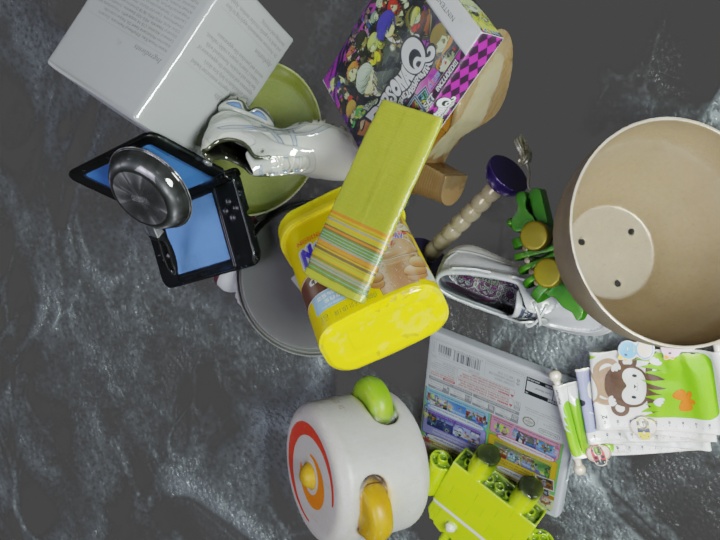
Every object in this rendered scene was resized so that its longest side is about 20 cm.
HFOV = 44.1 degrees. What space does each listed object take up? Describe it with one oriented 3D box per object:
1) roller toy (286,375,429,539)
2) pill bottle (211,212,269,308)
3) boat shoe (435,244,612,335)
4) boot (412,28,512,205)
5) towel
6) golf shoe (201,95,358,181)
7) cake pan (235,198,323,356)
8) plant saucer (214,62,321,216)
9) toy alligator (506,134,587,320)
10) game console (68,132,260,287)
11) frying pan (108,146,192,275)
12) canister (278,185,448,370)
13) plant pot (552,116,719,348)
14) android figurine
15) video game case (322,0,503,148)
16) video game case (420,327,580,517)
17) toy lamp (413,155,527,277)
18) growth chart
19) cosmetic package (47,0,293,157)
[{"bbox_3d":[-0.012,0.252,1.130,0.182,0.140,0.200,-49,53,56],"label":"roller toy"},{"bbox_3d":[-0.169,-0.044,1.196,0.200,0.114,0.114,52,131,11],"label":"pill bottle"},{"bbox_3d":[0.175,0.029,0.948,0.200,0.069,0.072,24,126,11],"label":"boat shoe"},{"bbox_3d":[0.076,-0.182,0.974,0.144,0.071,0.201,36,115,41],"label":"boot"},{"bbox_3d":[0.014,-0.070,0.896,0.086,0.018,0.200,27,95,39],"label":"towel"},{"bbox_3d":[-0.088,-0.129,1.026,0.200,0.097,0.078,15,136,11],"label":"golf shoe"},{"bbox_3d":[-0.061,0.010,1.106,0.200,0.037,0.201,0,91,6],"label":"cake pan"},{"bbox_3d":[-0.136,-0.166,1.129,0.200,0.031,0.200,-2,84,20],"label":"plant saucer"},{"bbox_3d":[0.176,-0.037,0.910,0.054,0.059,0.200,-25,76,32],"label":"toy alligator"},{"bbox_3d":[-0.242,-0.066,1.088,0.200,0.116,0.176,-13,93,44],"label":"game console"},{"bbox_3d":[-0.260,-0.070,1.062,0.115,0.031,0.190,32,139,3],"label":"frying pan"},{"bbox_3d":[0.000,0.000,0.977,0.200,0.148,0.087,-113,-3,-48],"label":"canister"},{"bbox_3d":[0.260,-0.025,0.822,0.200,0.200,0.134,62,168,2],"label":"plant pot"},{"bbox_3d":[0.151,0.300,1.100,0.182,0.041,0.200,37,136,17],"label":"android figurine"},{"bbox_3d":[0.047,-0.221,0.944,0.200,0.036,0.181,-53,46,35],"label":"video game case"},{"bbox_3d":[0.164,0.181,1.074,0.200,0.022,0.182,20,119,32],"label":"video game case"},{"bbox_3d":[0.106,-0.046,1.007,0.058,0.058,0.200,51,132,12],"label":"toy lamp"},{"bbox_3d":[0.297,0.138,0.937,0.200,0.018,0.145,-17,98,34],"label":"growth chart"},{"bbox_3d":[-0.223,-0.263,1.066,0.165,0.165,0.200,34,89,25],"label":"cosmetic package"}]
